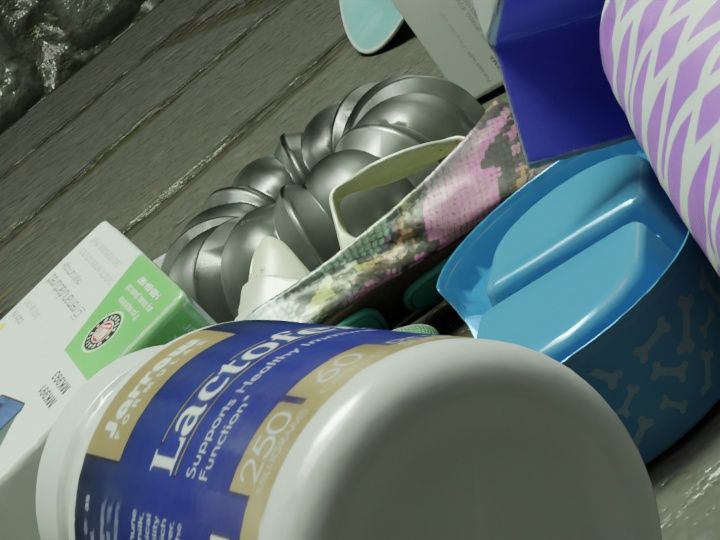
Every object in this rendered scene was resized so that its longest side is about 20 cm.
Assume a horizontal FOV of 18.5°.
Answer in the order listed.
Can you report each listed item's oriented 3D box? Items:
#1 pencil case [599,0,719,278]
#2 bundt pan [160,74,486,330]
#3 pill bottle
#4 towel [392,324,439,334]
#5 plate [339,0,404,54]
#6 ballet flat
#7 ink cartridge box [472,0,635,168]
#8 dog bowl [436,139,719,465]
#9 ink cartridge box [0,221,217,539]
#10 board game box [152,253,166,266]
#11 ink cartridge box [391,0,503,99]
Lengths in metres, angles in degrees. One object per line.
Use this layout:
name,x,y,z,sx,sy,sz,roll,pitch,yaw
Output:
pencil case,0.130,-0.043,0.660,0.200,0.085,0.085,-105,28,-61
bundt pan,-0.016,-0.022,1.056,0.201,0.076,0.202,-35,14,10
pill bottle,-0.015,0.073,0.624,0.116,0.116,0.200,-42,19,-21
towel,-0.022,0.089,0.802,0.149,0.031,0.200,-37,14,6
plate,0.030,-0.254,1.592,0.200,0.025,0.202,-172,90,-71
ballet flat,0.000,0.000,0.935,0.199,0.071,0.069,-38,-20,-4
ink cartridge box,0.121,-0.158,0.769,0.196,0.202,0.043,-17,-7,-9
dog bowl,0.080,0.012,0.756,0.111,0.050,0.200,-32,14,19
ink cartridge box,-0.123,0.090,0.812,0.200,0.088,0.145,-46,20,-3
board game box,-0.180,0.071,1.265,0.199,0.026,0.200,-30,15,26
ink cartridge box,0.131,-0.193,1.224,0.199,0.086,0.148,-24,19,39
